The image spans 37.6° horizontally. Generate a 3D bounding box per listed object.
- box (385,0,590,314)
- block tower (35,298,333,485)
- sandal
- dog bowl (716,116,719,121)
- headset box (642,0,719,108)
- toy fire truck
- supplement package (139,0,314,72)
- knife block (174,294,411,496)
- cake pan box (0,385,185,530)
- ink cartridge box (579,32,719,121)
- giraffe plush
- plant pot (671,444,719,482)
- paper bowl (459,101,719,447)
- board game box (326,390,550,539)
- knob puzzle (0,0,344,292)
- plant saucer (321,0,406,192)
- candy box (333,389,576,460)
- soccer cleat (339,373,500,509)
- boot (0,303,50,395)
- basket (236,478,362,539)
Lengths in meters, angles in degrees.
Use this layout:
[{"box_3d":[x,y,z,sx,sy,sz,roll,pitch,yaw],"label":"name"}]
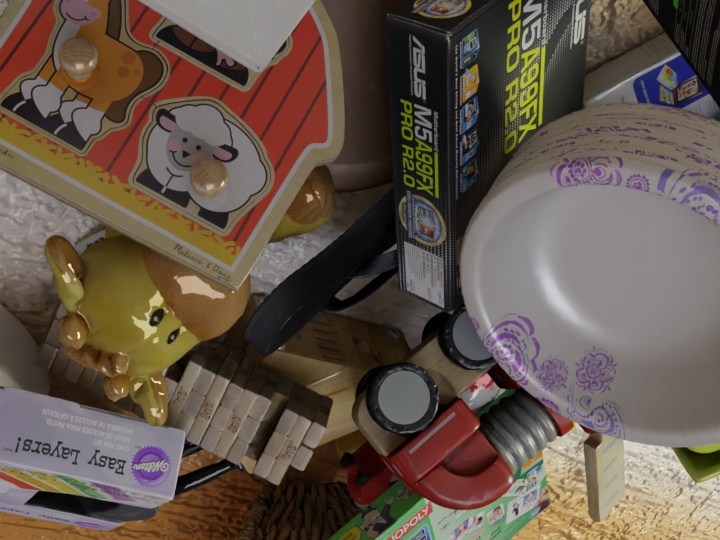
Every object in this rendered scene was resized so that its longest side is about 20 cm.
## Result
[{"box_3d":[0.083,-0.096,0.660,0.160,0.044,0.201,-40,142,-35],"label":"box"},{"box_3d":[-0.120,0.074,0.713,0.199,0.058,0.054,27,103,-3],"label":"block tower"},{"box_3d":[0.000,0.001,0.697,0.200,0.043,0.076,-42,170,-40],"label":"sandal"},{"box_3d":[0.259,-0.069,0.710,0.199,0.112,0.050,-23,140,1],"label":"dog bowl"},{"box_3d":[0.265,-0.186,0.610,0.173,0.201,0.093,-19,147,-3],"label":"headset box"},{"box_3d":[0.113,0.114,0.746,0.176,0.129,0.200,-39,88,-10],"label":"toy fire truck"},{"box_3d":[-0.074,-0.205,0.466,0.119,0.201,0.121,26,115,-34],"label":"supplement package"},{"box_3d":[-0.071,0.111,0.817,0.199,0.064,0.176,15,122,-29],"label":"knife block"},{"box_3d":[-0.231,0.126,0.710,0.199,0.053,0.184,17,156,-22],"label":"cake pan box"},{"box_3d":[0.252,-0.134,0.746,0.199,0.037,0.095,-26,126,6],"label":"ink cartridge box"},{"box_3d":[-0.116,-0.013,0.611,0.172,0.163,0.200,36,120,-22],"label":"giraffe plush"},{"box_3d":[0.280,0.029,0.791,0.199,0.200,0.182,-26,137,4],"label":"plant pot"},{"box_3d":[0.166,-0.003,0.612,0.199,0.104,0.202,18,134,20],"label":"paper bowl"},{"box_3d":[0.066,0.198,0.827,0.199,0.029,0.135,-35,134,-21],"label":"board game box"},{"box_3d":[-0.094,-0.116,0.559,0.218,0.221,0.030,-6,164,-15],"label":"knob puzzle"},{"box_3d":[0.000,-0.129,0.671,0.199,0.030,0.201,-10,131,-11],"label":"plant saucer"},{"box_3d":[0.085,0.141,0.920,0.199,0.026,0.103,-25,132,1],"label":"candy box"},{"box_3d":[0.070,0.119,0.852,0.200,0.069,0.085,-49,122,1],"label":"soccer cleat"},{"box_3d":[-0.303,0.044,0.688,0.090,0.073,0.200,-26,132,23],"label":"boot"},{"box_3d":[-0.084,0.278,0.890,0.148,0.143,0.201,4,115,-28],"label":"basket"}]
